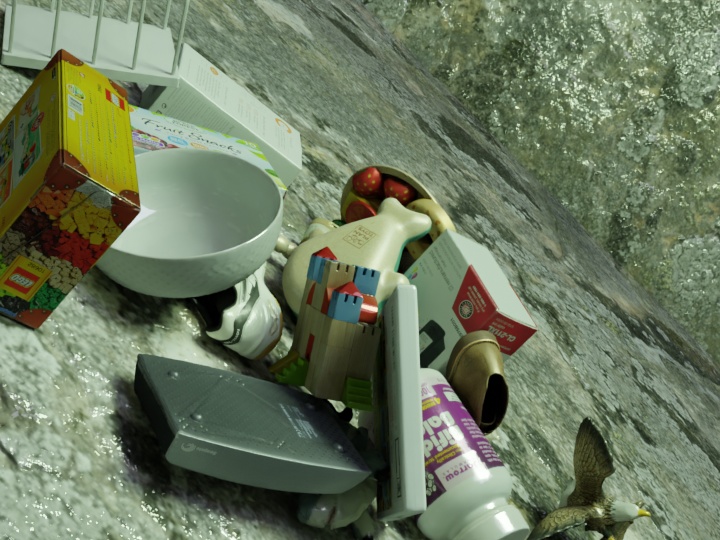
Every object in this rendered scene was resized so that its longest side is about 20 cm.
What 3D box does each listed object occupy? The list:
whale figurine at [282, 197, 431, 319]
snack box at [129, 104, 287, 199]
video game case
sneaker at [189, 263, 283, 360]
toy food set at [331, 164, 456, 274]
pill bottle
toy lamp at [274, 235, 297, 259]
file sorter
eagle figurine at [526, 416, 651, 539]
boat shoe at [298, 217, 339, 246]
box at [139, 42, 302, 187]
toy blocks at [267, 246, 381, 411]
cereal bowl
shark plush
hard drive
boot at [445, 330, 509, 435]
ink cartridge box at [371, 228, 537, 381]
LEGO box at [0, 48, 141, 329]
[{"bbox_3d":[0.000,0.000,1.287,0.159,0.200,0.104,29,-30,33],"label":"whale figurine"},{"bbox_3d":[-0.197,-0.124,1.212,0.199,0.053,0.142,15,20,-29],"label":"snack box"},{"bbox_3d":[0.034,0.132,1.018,0.182,0.023,0.201,114,-26,-73],"label":"video game case"},{"bbox_3d":[-0.146,0.001,1.133,0.088,0.076,0.200,25,27,-44],"label":"sneaker"},{"bbox_3d":[0.044,-0.048,1.469,0.200,0.198,0.049,42,48,15],"label":"toy food set"},{"bbox_3d":[0.089,0.212,1.131,0.112,0.112,0.200,15,35,-55],"label":"pill bottle"},{"bbox_3d":[-0.110,-0.038,1.315,0.200,0.058,0.058,34,22,-31],"label":"toy lamp"},{"bbox_3d":[-0.308,-0.312,1.247,0.199,0.125,0.139,4,35,-19],"label":"file sorter"},{"bbox_3d":[0.280,0.283,1.313,0.200,0.151,0.152,39,30,-39],"label":"eagle figurine"},{"bbox_3d":[0.007,-0.003,1.436,0.200,0.074,0.067,37,42,-23],"label":"boat shoe"},{"bbox_3d":[-0.182,-0.180,1.391,0.200,0.097,0.125,36,21,-22],"label":"box"},{"bbox_3d":[-0.023,0.050,1.074,0.100,0.137,0.200,12,2,-15],"label":"toy blocks"},{"bbox_3d":[-0.177,-0.037,1.061,0.199,0.084,0.200,3,37,-3],"label":"cereal bowl"},{"bbox_3d":[-0.028,0.173,1.047,0.083,0.091,0.200,6,39,-12],"label":"shark plush"},{"bbox_3d":[-0.098,0.139,0.942,0.199,0.042,0.135,19,18,-36],"label":"hard drive"},{"bbox_3d":[0.123,0.166,1.212,0.073,0.201,0.076,-6,42,-16],"label":"boot"},{"bbox_3d":[0.091,0.076,1.276,0.083,0.200,0.146,22,29,-42],"label":"ink cartridge box"},{"bbox_3d":[-0.269,-0.075,0.927,0.077,0.149,0.200,32,24,-34],"label":"LEGO box"}]
